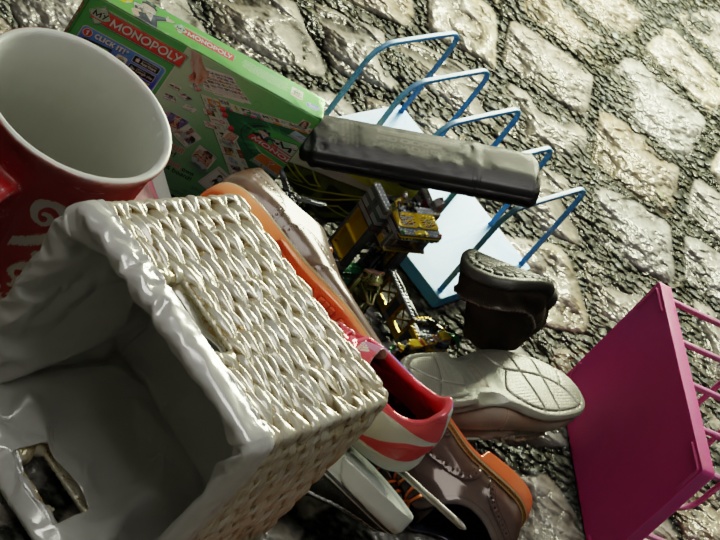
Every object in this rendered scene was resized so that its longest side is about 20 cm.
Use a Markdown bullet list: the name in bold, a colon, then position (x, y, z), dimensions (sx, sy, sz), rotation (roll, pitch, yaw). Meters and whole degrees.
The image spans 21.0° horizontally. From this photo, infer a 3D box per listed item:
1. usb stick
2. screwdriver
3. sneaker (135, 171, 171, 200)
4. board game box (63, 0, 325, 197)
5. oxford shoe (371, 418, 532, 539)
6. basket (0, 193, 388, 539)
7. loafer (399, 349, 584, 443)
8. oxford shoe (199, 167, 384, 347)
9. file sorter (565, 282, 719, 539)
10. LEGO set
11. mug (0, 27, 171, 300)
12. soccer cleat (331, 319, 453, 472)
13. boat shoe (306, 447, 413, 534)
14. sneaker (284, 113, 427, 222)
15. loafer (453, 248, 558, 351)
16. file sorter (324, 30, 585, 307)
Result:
- **usb stick**: position (0.049, -0.088, 1.551), dimensions (0.199, 0.033, 0.056), rotation (10, 43, -10)
- **screwdriver**: position (-0.003, 0.119, 1.374), dimensions (0.200, 0.029, 0.028), rotation (46, 4, 12)
- **sneaker**: position (-0.184, -0.031, 1.414), dimensions (0.104, 0.075, 0.201), rotation (7, 44, -35)
- **board game box**: position (-0.146, -0.126, 1.497), dimensions (0.199, 0.135, 0.029), rotation (28, 37, -17)
- **oxford shoe**: position (0.040, 0.143, 1.433), dimensions (0.200, 0.071, 0.073), rotation (35, 41, -7)
- **basket**: position (-0.124, 0.078, 1.242), dimensions (0.160, 0.200, 0.199), rotation (-15, 62, -51)
- **loafer**: position (0.091, 0.105, 1.533), dimensions (0.199, 0.063, 0.072), rotation (7, 41, -42)
- **oxford shoe**: position (-0.032, 0.008, 1.405), dimensions (0.200, 0.071, 0.073), rotation (53, 41, -3)
- **file sorter**: position (0.263, 0.144, 1.575), dimensions (0.125, 0.139, 0.201), rotation (23, 39, -25)
- **LEGO set**: position (0.000, 0.000, 1.506), dimensions (0.199, 0.116, 0.154), rotation (12, 44, -33)
- **mug**: position (-0.243, -0.041, 1.260), dimensions (0.177, 0.200, 0.134), rotation (-8, 57, -45)
- **soccer cleat**: position (-0.025, 0.057, 1.335), dimensions (0.200, 0.073, 0.068), rotation (38, 46, -2)
- **boat shoe**: position (-0.054, 0.130, 1.369), dimensions (0.200, 0.064, 0.071), rotation (38, 3, 6)
- **sneaker**: position (-0.040, -0.083, 1.604), dimensions (0.199, 0.085, 0.075), rotation (24, 40, 11)
- **loafer**: position (0.117, 0.033, 1.559), dimensions (0.073, 0.072, 0.200), rotation (22, -1, 19)
- **file sorter**: position (0.076, -0.094, 1.675), dimensions (0.138, 0.123, 0.200), rotation (-16, 62, -50)
